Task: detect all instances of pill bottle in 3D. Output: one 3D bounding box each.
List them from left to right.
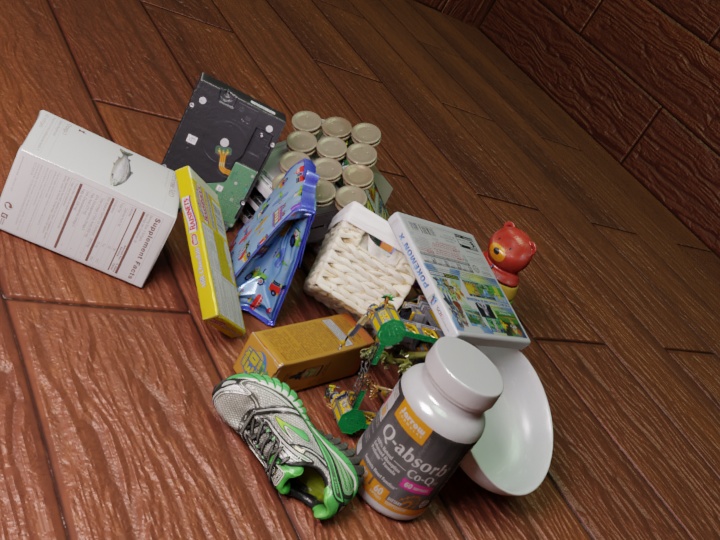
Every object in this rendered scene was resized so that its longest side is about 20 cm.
[{"bbox_3d":[0.076,0.184,1.020,0.114,0.202,0.117,25,27,-13],"label":"pill bottle"}]

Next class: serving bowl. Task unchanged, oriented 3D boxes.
[{"bbox_3d":[0.170,0.195,1.146,0.198,0.065,0.205,21,60,-39],"label":"serving bowl"}]

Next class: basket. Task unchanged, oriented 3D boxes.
[{"bbox_3d":[0.000,0.000,1.239,0.134,0.125,0.200,31,-9,-6],"label":"basket"}]

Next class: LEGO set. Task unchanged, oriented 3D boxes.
[{"bbox_3d":[0.035,0.111,1.117,0.150,0.204,0.116,5,27,-21],"label":"LEGO set"}]

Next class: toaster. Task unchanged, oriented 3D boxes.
[{"bbox_3d":[-0.126,-0.124,1.385,0.128,0.115,0.200,-21,59,-42],"label":"toaster"}]

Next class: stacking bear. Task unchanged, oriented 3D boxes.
[{"bbox_3d":[0.216,0.017,1.458,0.112,0.202,0.122,3,38,-45],"label":"stacking bear"}]

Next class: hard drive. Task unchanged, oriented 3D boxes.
[{"bbox_3d":[-0.211,-0.169,1.280,0.137,0.202,0.038,23,25,-17],"label":"hard drive"}]

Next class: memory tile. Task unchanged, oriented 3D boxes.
[{"bbox_3d":[-0.049,-0.169,1.347,0.149,0.017,0.203,10,48,2],"label":"memory tile"}]

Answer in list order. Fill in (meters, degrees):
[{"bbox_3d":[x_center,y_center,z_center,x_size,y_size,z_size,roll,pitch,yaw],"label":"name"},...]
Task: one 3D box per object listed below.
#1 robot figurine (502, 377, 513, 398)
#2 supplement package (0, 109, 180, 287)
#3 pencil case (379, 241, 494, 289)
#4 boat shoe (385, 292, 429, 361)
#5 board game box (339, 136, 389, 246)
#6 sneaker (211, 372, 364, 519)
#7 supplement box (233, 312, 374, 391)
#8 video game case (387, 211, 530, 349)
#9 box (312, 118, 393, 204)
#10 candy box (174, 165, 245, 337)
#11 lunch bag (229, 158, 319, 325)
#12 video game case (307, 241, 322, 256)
[{"bbox_3d":[0.180,0.147,1.298,0.166,0.114,0.202,14,33,-30],"label":"robot figurine"},{"bbox_3d":[-0.337,-0.089,1.096,0.197,0.118,0.118,24,27,-20],"label":"supplement package"},{"bbox_3d":[0.117,-0.004,1.408,0.197,0.091,0.088,22,19,29],"label":"pencil case"},{"bbox_3d":[0.093,0.077,1.376,0.071,0.060,0.200,34,26,5],"label":"boat shoe"},{"bbox_3d":[0.009,-0.121,1.449,0.202,0.023,0.106,63,24,-44],"label":"board game box"},{"bbox_3d":[-0.085,0.190,0.964,0.198,0.079,0.085,37,27,5],"label":"sneaker"},{"bbox_3d":[-0.070,0.109,1.131,0.069,0.067,0.198,45,27,22],"label":"supplement box"},{"bbox_3d":[0.132,0.017,1.143,0.198,0.022,0.185,12,46,-53],"label":"video game case"},{"bbox_3d":[-0.034,-0.172,1.510,0.094,0.079,0.200,22,-14,37],"label":"box"},{"bbox_3d":[-0.191,-0.022,1.115,0.102,0.026,0.204,48,26,-68],"label":"candy box"},{"bbox_3d":[-0.112,-0.056,1.204,0.092,0.202,0.152,24,28,-14],"label":"lunch bag"},{"bbox_3d":[-0.028,-0.036,1.474,0.200,0.018,0.142,45,29,21],"label":"video game case"}]
